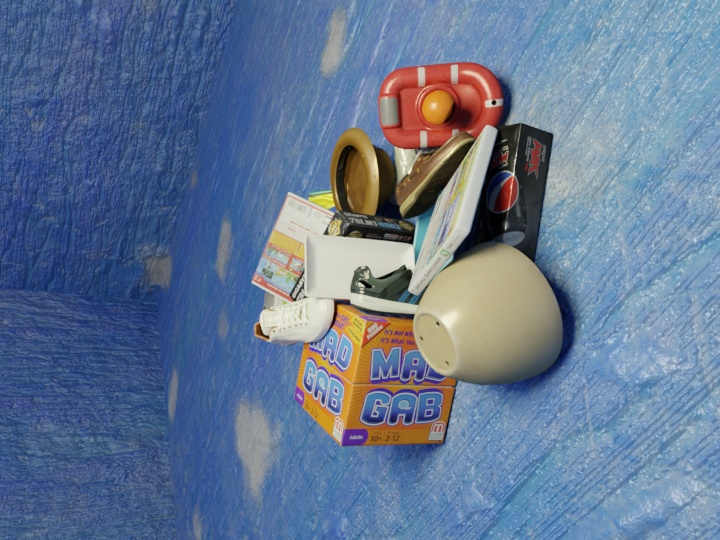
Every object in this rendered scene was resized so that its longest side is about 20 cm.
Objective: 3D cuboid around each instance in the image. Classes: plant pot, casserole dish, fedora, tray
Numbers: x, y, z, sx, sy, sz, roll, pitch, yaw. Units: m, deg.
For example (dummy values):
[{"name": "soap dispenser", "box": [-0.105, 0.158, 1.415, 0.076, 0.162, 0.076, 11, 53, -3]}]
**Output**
[{"name": "plant pot", "box": [0.152, 0.075, 0.764, 0.200, 0.134, 0.201, 40, 140, 44]}, {"name": "casserole dish", "box": [0.142, -0.054, 0.976, 0.121, 0.039, 0.201, 11, 93, 61]}, {"name": "fedora", "box": [0.011, -0.175, 1.078, 0.200, 0.082, 0.201, 28, 122, 56]}, {"name": "tray", "box": [0.000, 0.000, 0.938, 0.022, 0.199, 0.108, 141, 130, -63]}]

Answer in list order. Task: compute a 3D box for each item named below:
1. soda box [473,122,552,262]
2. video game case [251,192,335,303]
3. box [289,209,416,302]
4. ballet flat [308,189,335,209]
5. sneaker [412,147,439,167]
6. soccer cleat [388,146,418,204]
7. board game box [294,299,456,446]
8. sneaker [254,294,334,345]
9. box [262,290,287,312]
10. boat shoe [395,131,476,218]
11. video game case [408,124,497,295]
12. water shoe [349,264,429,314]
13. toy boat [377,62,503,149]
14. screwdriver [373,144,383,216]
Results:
[{"name": "soda box", "box": [0.221, -0.107, 0.814, 0.063, 0.071, 0.201, 10, 93, 59]}, {"name": "video game case", "box": [-0.121, -0.036, 1.101, 0.143, 0.017, 0.201, 26, 98, 19]}, {"name": "box", "box": [-0.008, -0.013, 1.047, 0.050, 0.200, 0.199, 49, 121, 34]}, {"name": "ballet flat", "box": [-0.014, -0.153, 1.184, 0.067, 0.199, 0.067, -42, -60, -73]}, {"name": "sneaker", "box": [0.147, -0.237, 0.999, 0.082, 0.077, 0.201, -83, 10, -70]}, {"name": "soccer cleat", "box": [0.093, -0.224, 1.077, 0.078, 0.069, 0.201, 39, 125, 51]}, {"name": "board game box", "box": [0.027, 0.166, 0.966, 0.200, 0.199, 0.201, 20, 101, 60]}, {"name": "sneaker", "box": [-0.121, 0.090, 0.955, 0.200, 0.084, 0.073, -32, 55, 48]}, {"name": "box", "box": [-0.102, 0.075, 1.211, 0.101, 0.199, 0.113, -169, 88, -68]}, {"name": "boat shoe", "box": [0.115, -0.165, 0.923, 0.200, 0.072, 0.068, -48, 61, 50]}, {"name": "video game case", "box": [0.134, -0.085, 0.814, 0.182, 0.022, 0.200, 119, 174, -57]}, {"name": "water shoe", "box": [0.083, 0.031, 0.897, 0.071, 0.199, 0.079, 179, 95, -75]}, {"name": "toy boat", "box": [0.125, -0.258, 0.879, 0.131, 0.199, 0.131, -73, -22, -70]}, {"name": "screwdriver", "box": [0.033, -0.181, 1.211, 0.029, 0.028, 0.201, -12, 73, 29]}]
